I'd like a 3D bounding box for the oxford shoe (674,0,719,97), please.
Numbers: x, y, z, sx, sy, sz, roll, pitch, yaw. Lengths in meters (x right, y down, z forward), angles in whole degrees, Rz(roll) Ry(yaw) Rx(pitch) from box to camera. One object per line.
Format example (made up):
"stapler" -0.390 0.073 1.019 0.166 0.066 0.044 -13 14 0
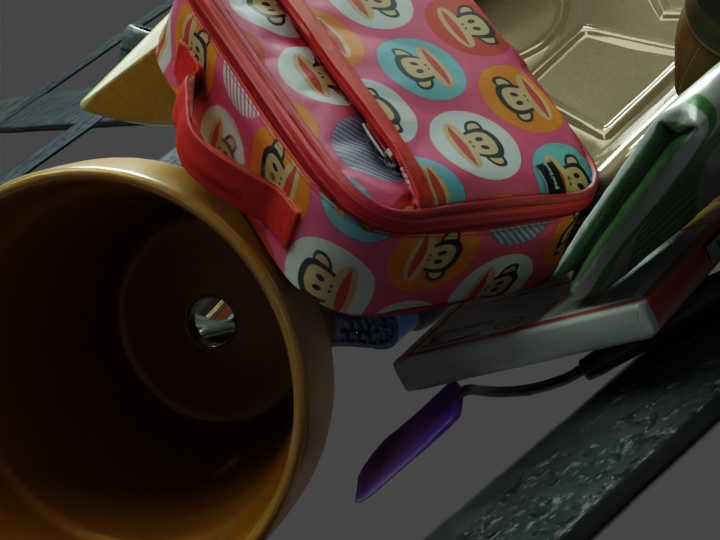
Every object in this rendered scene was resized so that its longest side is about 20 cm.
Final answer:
"oxford shoe" 0.201 -0.141 0.808 0.200 0.071 0.072 -39 -19 -30

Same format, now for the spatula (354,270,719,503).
"spatula" 0.082 0.046 0.793 0.199 0.021 0.057 -26 12 8

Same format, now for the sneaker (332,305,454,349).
"sneaker" 0.000 0.000 1.003 0.078 0.071 0.199 -30 19 -23

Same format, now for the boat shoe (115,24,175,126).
"boat shoe" -0.058 -0.125 1.123 0.198 0.062 0.073 -3 14 -20

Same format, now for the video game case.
"video game case" 0.120 -0.008 0.848 0.142 0.018 0.200 -16 16 42

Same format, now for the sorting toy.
"sorting toy" 0.129 -0.132 0.907 0.185 0.037 0.200 -42 43 -13

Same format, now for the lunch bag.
"lunch bag" -0.007 -0.070 0.815 0.175 0.201 0.082 -9 -41 -35

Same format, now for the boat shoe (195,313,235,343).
"boat shoe" -0.134 0.080 1.000 0.064 0.075 0.202 1 24 26

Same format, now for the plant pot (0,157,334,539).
"plant pot" -0.095 0.039 0.875 0.199 0.202 0.183 -26 2 18

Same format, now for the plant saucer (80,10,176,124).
"plant saucer" -0.043 -0.160 0.998 0.199 0.049 0.200 -32 15 28

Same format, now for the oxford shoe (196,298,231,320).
"oxford shoe" -0.155 0.031 1.134 0.199 0.073 0.071 -32 17 -2

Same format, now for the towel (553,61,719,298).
"towel" 0.176 -0.073 0.745 0.199 0.023 0.153 -33 -16 -26
